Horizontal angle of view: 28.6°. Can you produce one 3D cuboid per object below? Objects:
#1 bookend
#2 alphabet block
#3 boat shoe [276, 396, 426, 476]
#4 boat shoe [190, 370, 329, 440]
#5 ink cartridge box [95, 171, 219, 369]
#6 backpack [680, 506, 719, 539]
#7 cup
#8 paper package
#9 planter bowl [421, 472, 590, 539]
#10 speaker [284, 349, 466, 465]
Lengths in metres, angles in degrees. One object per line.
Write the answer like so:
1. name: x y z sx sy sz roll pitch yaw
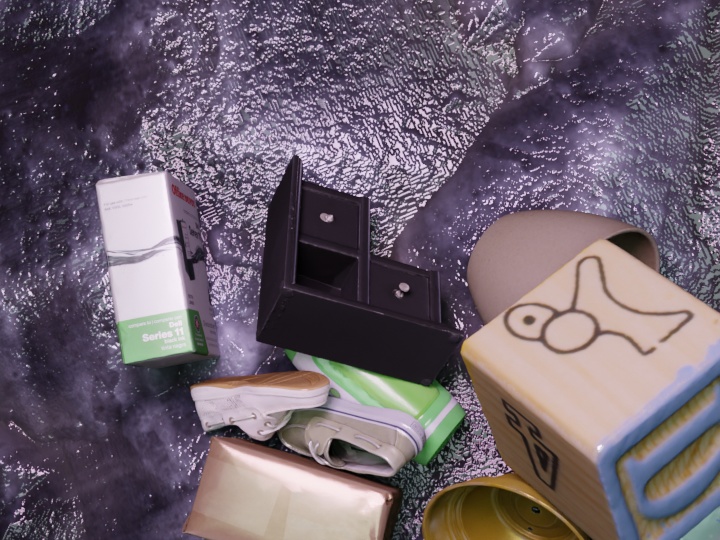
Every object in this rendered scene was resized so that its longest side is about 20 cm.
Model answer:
1. bookend: 0.000 0.000 1.515 0.200 0.092 0.199 17 45 -15
2. alphabet block: 0.244 0.125 1.334 0.195 0.197 0.200 -34 42 -14
3. boat shoe: -0.023 0.178 1.503 0.200 0.062 0.072 -3 120 42
4. boat shoe: -0.104 0.149 1.529 0.200 0.071 0.069 -7 93 46
5. ink cartridge box: -0.221 0.002 1.550 0.083 0.147 0.200 -11 84 5
6. backpack: 0.320 0.241 1.458 0.176 0.153 0.200 -40 72 5
7. cup: 0.196 0.015 1.488 0.143 0.200 0.200 34 89 36
8. paper package: -0.064 0.252 1.483 0.200 0.191 0.104 15 84 8
9. planter bowl: 0.172 0.275 1.484 0.200 0.083 0.201 18 130 22
10. speaker: 0.016 0.122 1.539 0.200 0.088 0.088 38 90 9
